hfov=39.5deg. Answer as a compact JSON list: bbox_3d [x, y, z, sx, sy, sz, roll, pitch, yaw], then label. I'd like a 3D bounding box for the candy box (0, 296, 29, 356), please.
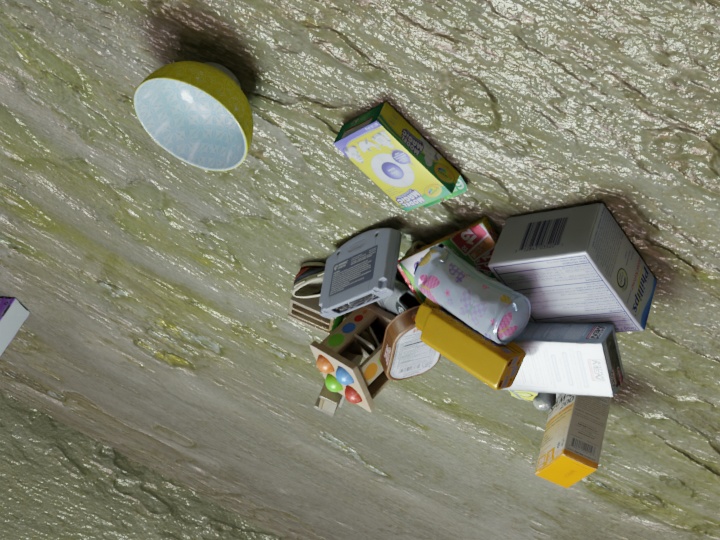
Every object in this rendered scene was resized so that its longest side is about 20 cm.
[{"bbox_3d":[-1.024,0.155,2.717,0.199,0.168,0.072,3,142,32],"label":"candy box"}]

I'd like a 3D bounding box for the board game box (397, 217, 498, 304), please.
[{"bbox_3d":[0.153,-0.008,1.691,0.199,0.030,0.096,-25,101,37],"label":"board game box"}]

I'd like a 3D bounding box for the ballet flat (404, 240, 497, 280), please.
[{"bbox_3d":[0.171,0.001,1.739,0.199,0.070,0.070,22,149,8],"label":"ballet flat"}]

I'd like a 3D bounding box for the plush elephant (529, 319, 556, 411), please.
[{"bbox_3d":[0.269,0.141,1.784,0.154,0.165,0.201,-4,111,19],"label":"plush elephant"}]

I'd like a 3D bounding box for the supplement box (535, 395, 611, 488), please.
[{"bbox_3d":[0.398,0.283,1.856,0.073,0.201,0.126,23,148,-4],"label":"supplement box"}]

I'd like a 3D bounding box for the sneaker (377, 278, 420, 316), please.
[{"bbox_3d":[0.105,0.096,1.877,0.115,0.075,0.200,25,159,51],"label":"sneaker"}]

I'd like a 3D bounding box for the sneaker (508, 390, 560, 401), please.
[{"bbox_3d":[0.285,0.203,1.908,0.199,0.075,0.077,28,133,21],"label":"sneaker"}]

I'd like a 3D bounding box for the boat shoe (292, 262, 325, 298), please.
[{"bbox_3d":[-0.048,0.018,1.914,0.199,0.063,0.071,-5,136,38],"label":"boat shoe"}]

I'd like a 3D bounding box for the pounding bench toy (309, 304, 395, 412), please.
[{"bbox_3d":[-0.023,0.151,1.913,0.199,0.156,0.125,26,149,42],"label":"pounding bench toy"}]

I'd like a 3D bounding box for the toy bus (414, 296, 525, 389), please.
[{"bbox_3d":[0.167,0.113,1.612,0.199,0.078,0.065,32,111,32],"label":"toy bus"}]

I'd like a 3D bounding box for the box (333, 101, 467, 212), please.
[{"bbox_3d":[0.065,-0.166,1.575,0.200,0.049,0.117,39,147,-24],"label":"box"}]

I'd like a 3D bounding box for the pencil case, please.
[{"bbox_3d":[0.177,0.035,1.592,0.200,0.083,0.091,37,116,38],"label":"pencil case"}]

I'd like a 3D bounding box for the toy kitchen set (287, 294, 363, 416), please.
[{"bbox_3d":[-0.092,0.180,2.053,0.179,0.201,0.163,23,153,4],"label":"toy kitchen set"}]

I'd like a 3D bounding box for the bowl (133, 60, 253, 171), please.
[{"bbox_3d":[-0.248,-0.265,1.591,0.199,0.108,0.201,18,148,11],"label":"bowl"}]

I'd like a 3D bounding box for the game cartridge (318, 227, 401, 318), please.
[{"bbox_3d":[0.000,0.000,1.782,0.041,0.134,0.200,28,150,-28],"label":"game cartridge"}]

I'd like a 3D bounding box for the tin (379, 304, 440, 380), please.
[{"bbox_3d":[0.096,0.131,1.779,0.111,0.042,0.201,-17,147,-18],"label":"tin"}]

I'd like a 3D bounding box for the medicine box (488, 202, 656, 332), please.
[{"bbox_3d":[0.336,0.006,1.581,0.181,0.103,0.200,-8,136,43],"label":"medicine box"}]

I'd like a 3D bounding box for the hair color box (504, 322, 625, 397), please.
[{"bbox_3d":[0.313,0.140,1.610,0.199,0.061,0.100,-1,117,37],"label":"hair color box"}]
